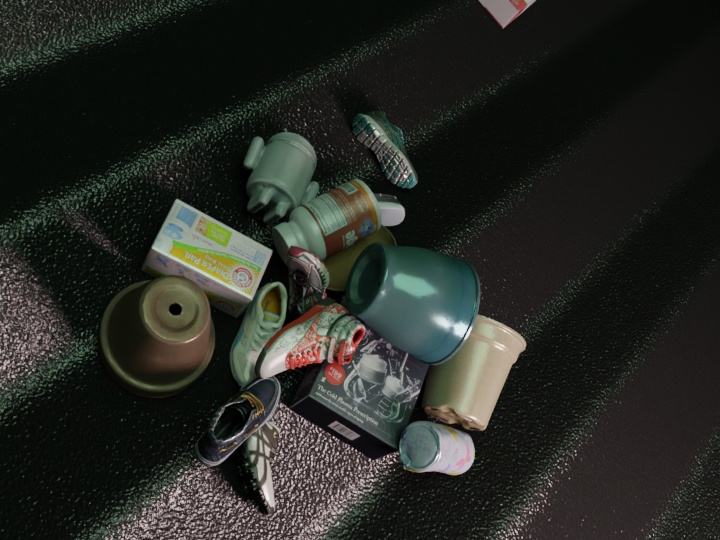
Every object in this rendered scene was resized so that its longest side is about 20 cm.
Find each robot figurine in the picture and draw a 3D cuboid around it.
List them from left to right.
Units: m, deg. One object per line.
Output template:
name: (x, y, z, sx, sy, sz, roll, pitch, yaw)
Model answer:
robot figurine: (-0.155, -0.190, 1.462, 0.169, 0.112, 0.203, 39, 55, -26)

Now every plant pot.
plant pot: (-0.321, 0.093, 1.218, 0.197, 0.174, 0.204, 11, 65, -24)
plant pot: (-0.025, -0.030, 1.463, 0.195, 0.028, 0.203, -2, 48, 3)
plant pot: (0.082, 0.044, 1.328, 0.186, 0.199, 0.204, 23, 59, -28)
plant pot: (0.205, 0.203, 1.453, 0.198, 0.200, 0.186, 26, 71, -15)

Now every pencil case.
pencil case: (0.142, 0.331, 1.358, 0.083, 0.199, 0.092, 32, 93, 32)

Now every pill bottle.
pill bottle: (-0.066, -0.086, 1.423, 0.198, 0.112, 0.113, -28, 83, -19)

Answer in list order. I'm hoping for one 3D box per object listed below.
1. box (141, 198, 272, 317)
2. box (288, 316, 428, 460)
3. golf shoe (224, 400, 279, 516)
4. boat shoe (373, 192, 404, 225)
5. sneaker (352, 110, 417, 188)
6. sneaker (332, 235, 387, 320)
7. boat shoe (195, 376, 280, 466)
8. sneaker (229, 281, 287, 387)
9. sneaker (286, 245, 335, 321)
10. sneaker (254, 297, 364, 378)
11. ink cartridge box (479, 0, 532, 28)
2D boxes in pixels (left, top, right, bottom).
box: (-0.275, -0.018, 1.332, 0.197, 0.101, 0.114, 28, 58, -14)
box: (-0.001, 0.215, 1.375, 0.198, 0.104, 0.184, 32, 56, -12)
golf shoe: (-0.168, 0.310, 1.263, 0.093, 0.078, 0.203, -13, 77, -31)
boat shoe: (-0.001, -0.141, 1.555, 0.196, 0.071, 0.067, 2, 45, -20)
sneaker: (0.072, -0.278, 1.646, 0.091, 0.077, 0.201, -35, 89, -38)
sneaker: (0.000, 0.000, 1.487, 0.116, 0.074, 0.204, 15, 62, -18)
boat shoe: (-0.185, 0.228, 1.204, 0.071, 0.091, 0.200, 39, 46, 3)
sneaker: (-0.182, 0.114, 1.337, 0.075, 0.081, 0.204, 19, 62, -21)
sneaker: (-0.100, 0.040, 1.352, 0.080, 0.202, 0.075, 23, 52, 30)
sneaker: (-0.080, 0.135, 1.274, 0.107, 0.068, 0.201, 33, 54, 25)
ink cartridge box: (0.415, -0.782, 2.035, 0.147, 0.083, 0.200, 48, 56, -2)
